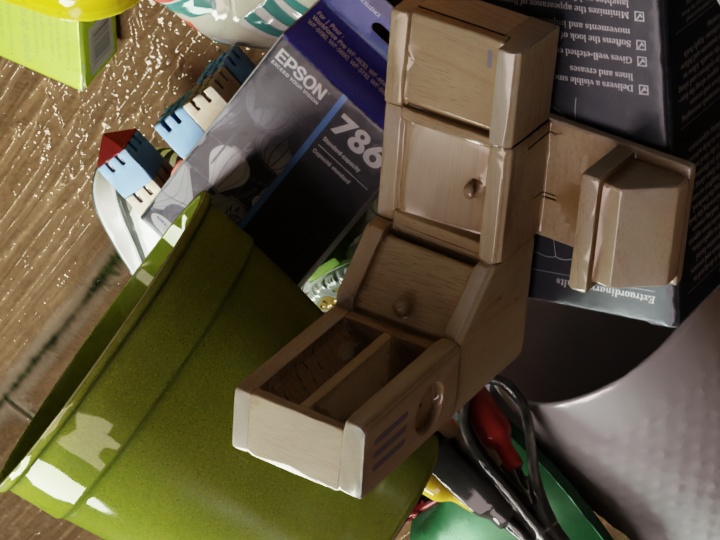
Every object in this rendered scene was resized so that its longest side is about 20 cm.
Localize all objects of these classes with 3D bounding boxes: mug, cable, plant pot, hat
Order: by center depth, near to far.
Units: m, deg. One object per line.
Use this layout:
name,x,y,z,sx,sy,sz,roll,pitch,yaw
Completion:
plant pot,-0.068,0.093,1.647,0.193,0.201,0.200,36,145,-7
cable,0.096,0.135,1.705,0.200,0.050,0.097,46,107,5
mug,0.164,0.088,1.785,0.199,0.148,0.176,-7,131,43
hat,0.045,0.182,1.795,0.166,0.176,0.200,50,174,-11

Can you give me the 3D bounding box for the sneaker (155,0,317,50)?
sneaker,-0.031,-0.170,1.729,0.199,0.071,0.093,-6,146,41

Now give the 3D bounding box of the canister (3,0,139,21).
canister,-0.191,-0.259,1.696,0.148,0.087,0.201,20,131,31

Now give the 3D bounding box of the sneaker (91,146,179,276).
sneaker,-0.085,0.008,1.886,0.115,0.076,0.201,1,130,42

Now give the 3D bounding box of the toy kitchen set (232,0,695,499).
toy kitchen set,0.055,-0.005,1.504,0.163,0.180,0.201,20,124,25

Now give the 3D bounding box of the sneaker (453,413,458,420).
sneaker,0.055,0.111,1.899,0.200,0.073,0.114,26,150,-11

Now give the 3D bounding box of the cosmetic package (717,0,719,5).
cosmetic package,0.199,-0.213,1.439,0.085,0.108,0.200,-7,126,45

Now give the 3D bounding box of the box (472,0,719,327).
box,0.125,-0.089,1.599,0.148,0.107,0.201,11,120,30

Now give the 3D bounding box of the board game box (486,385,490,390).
board game box,0.026,-0.002,1.886,0.199,0.041,0.200,-6,127,44

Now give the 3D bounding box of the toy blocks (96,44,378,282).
toy blocks,-0.060,-0.067,1.755,0.200,0.100,0.137,-33,107,32

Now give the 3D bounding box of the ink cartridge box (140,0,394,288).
ink cartridge box,-0.033,-0.068,1.677,0.099,0.039,0.200,42,121,4

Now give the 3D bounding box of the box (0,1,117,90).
box,-0.250,-0.202,1.875,0.199,0.048,0.122,23,143,17

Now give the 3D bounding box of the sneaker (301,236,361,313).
sneaker,0.000,0.000,1.795,0.075,0.088,0.200,28,147,-22
